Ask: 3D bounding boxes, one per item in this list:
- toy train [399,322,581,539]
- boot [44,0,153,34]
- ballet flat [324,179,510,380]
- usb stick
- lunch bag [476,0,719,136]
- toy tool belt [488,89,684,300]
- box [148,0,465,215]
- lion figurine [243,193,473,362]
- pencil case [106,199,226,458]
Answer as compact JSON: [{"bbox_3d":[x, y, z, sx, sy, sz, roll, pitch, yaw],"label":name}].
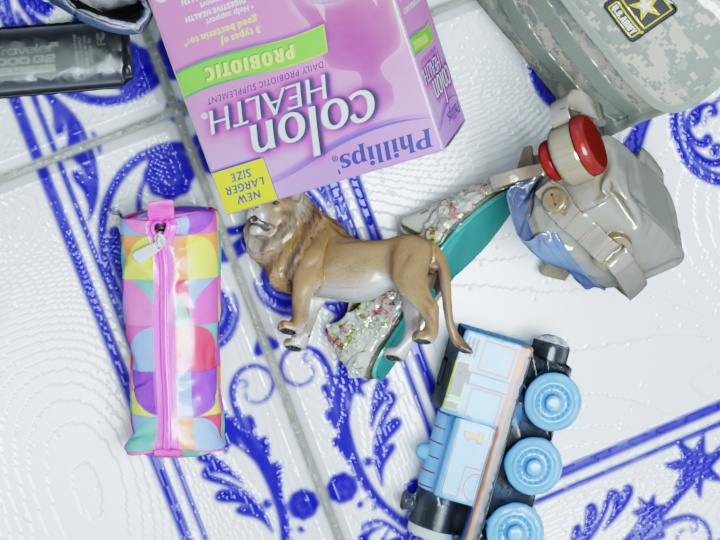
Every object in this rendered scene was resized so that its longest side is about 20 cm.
[{"bbox_3d":[0.102,0.141,1.491,0.113,0.087,0.202,16,93,-1],"label":"toy train"},{"bbox_3d":[-0.241,-0.239,1.382,0.199,0.090,0.073,22,104,-22],"label":"boot"},{"bbox_3d":[0.042,-0.004,1.480,0.064,0.076,0.200,35,81,24],"label":"ballet flat"},{"bbox_3d":[-0.274,-0.158,1.434,0.198,0.033,0.056,-6,88,-8],"label":"usb stick"},{"bbox_3d":[0.202,-0.202,1.413,0.118,0.200,0.164,-45,100,-23],"label":"lunch bag"},{"bbox_3d":[0.157,-0.044,1.429,0.122,0.200,0.126,-22,61,24],"label":"toy tool belt"},{"bbox_3d":[-0.041,-0.166,1.363,0.175,0.097,0.201,-15,104,17],"label":"box"},{"bbox_3d":[0.000,0.000,1.433,0.198,0.073,0.123,8,68,15],"label":"lion figurine"},{"bbox_3d":[-0.145,0.045,1.442,0.088,0.088,0.202,-4,95,-9],"label":"pencil case"}]
